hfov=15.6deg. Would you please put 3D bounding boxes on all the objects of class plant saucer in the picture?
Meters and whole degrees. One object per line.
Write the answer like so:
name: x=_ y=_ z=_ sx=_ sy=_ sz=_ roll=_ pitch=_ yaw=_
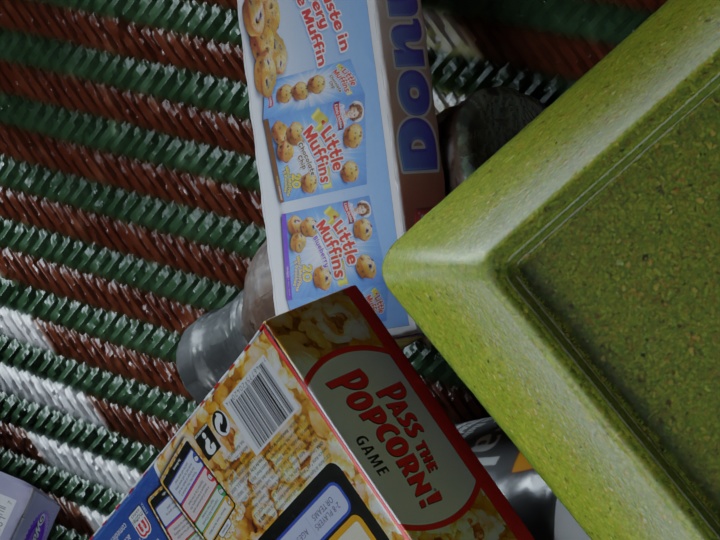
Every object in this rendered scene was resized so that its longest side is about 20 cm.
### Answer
plant saucer: x=0.132 y=0.008 z=0.758 sx=0.200 sy=0.048 sz=0.200 roll=-41 pitch=78 yaw=9

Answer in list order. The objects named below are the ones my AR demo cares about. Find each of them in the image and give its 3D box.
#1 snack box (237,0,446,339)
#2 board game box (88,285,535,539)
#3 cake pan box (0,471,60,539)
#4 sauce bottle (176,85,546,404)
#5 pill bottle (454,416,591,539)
snack box: x=-0.010 y=-0.075 z=0.884 sx=0.072 sy=0.024 sz=0.201 roll=-10 pitch=86 yaw=48
board game box: x=0.004 y=0.130 z=0.853 sx=0.200 sy=0.046 sz=0.152 roll=55 pitch=135 yaw=14
cake pan box: x=-0.245 y=0.143 z=1.096 sx=0.183 sy=0.201 sz=0.052 roll=20 pitch=170 yaw=12
sauce bottle: x=0.000 y=0.000 z=0.951 sx=0.200 sy=0.065 sz=0.065 roll=-31 pitch=88 yaw=47
pill bottle: x=0.079 y=0.100 z=0.887 sx=0.199 sy=0.116 sz=0.117 roll=-17 pitch=98 yaw=47
